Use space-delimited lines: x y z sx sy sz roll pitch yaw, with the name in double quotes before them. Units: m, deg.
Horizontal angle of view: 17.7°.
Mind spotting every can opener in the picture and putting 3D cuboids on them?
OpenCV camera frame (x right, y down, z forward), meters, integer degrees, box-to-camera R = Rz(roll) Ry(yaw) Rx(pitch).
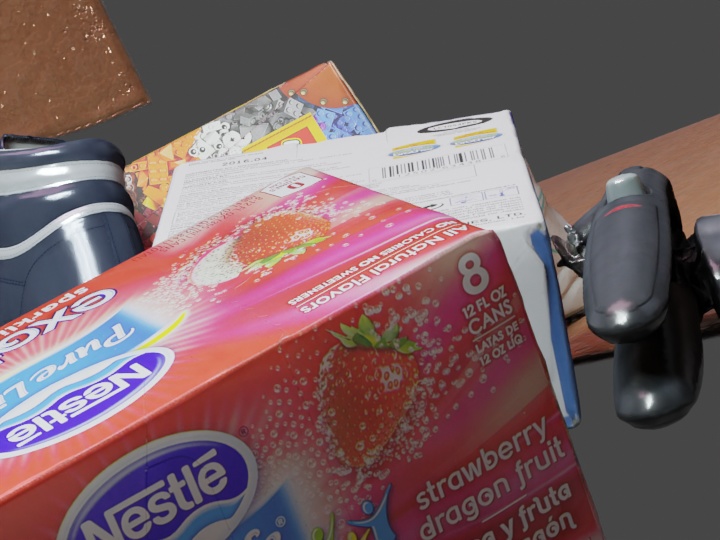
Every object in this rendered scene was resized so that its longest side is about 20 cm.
"can opener" 0.094 0.001 0.747 0.078 0.064 0.200 -26 4 17

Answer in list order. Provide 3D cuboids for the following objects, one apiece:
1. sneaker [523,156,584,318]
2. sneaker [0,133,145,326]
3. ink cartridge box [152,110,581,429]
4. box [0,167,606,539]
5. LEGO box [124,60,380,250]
"sneaker" 0.038 0.008 0.967 0.070 0.081 0.200 -23 6 27
"sneaker" -0.156 0.010 0.997 0.070 0.109 0.199 -2 -17 -43
"ink cartridge box" 0.000 0.000 0.829 0.135 0.077 0.200 -9 18 2
"box" -0.056 0.065 0.530 0.199 0.096 0.100 -29 22 -20
"LEGO box" -0.056 0.006 1.112 0.148 0.077 0.200 -28 -21 -10
